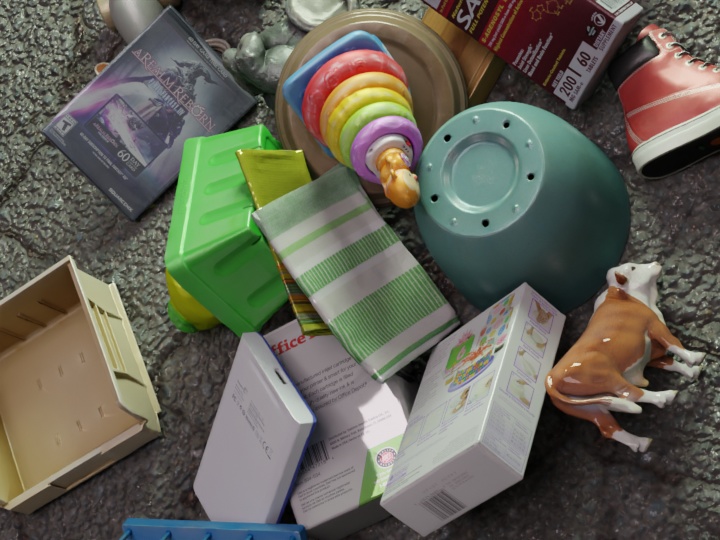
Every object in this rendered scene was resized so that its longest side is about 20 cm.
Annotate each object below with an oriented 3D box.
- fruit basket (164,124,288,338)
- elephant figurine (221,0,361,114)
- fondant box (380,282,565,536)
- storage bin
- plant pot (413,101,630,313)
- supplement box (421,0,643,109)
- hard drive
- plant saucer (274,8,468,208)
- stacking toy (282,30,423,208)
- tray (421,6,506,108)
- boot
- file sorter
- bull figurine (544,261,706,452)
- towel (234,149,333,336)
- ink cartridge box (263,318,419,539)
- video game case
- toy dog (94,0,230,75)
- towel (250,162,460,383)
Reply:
[{"bbox_3d":[-0.148,-0.022,1.588,0.214,0.155,0.217,-29,36,24],"label":"fruit basket"},{"bbox_3d":[-0.043,-0.262,1.640,0.155,0.141,0.201,39,84,-15],"label":"elephant figurine"},{"bbox_3d":[0.104,0.125,1.406,0.144,0.058,0.201,-39,22,43],"label":"fondant box"},{"bbox_3d":[-0.339,0.129,1.678,0.199,0.094,0.200,-31,64,13],"label":"storage bin"},{"bbox_3d":[0.140,-0.069,1.476,0.198,0.161,0.203,-8,71,22],"label":"plant pot"},{"bbox_3d":[0.164,-0.263,1.523,0.199,0.061,0.109,37,128,12],"label":"supplement box"},{"bbox_3d":[-0.106,0.181,1.518,0.132,0.025,0.201,53,134,41],"label":"hard drive"},{"bbox_3d":[0.010,-0.163,1.560,0.198,0.029,0.203,0,95,5],"label":"plant saucer"},{"bbox_3d":[0.015,-0.123,1.443,0.109,0.116,0.201,-34,40,6],"label":"stacking toy"},{"bbox_3d":[0.091,-0.211,1.614,0.098,0.037,0.201,29,87,29],"label":"tray"},{"bbox_3d":[0.336,-0.191,1.475,0.198,0.072,0.146,-22,65,22],"label":"boot"},{"bbox_3d":[-0.150,0.331,1.479,0.198,0.123,0.140,-2,114,24],"label":"file sorter"},{"bbox_3d":[0.244,0.074,1.405,0.121,0.066,0.200,30,50,18],"label":"bull figurine"},{"bbox_3d":[-0.055,-0.030,1.494,0.018,0.086,0.202,-37,66,38],"label":"towel"},{"bbox_3d":[-0.013,0.143,1.526,0.144,0.084,0.202,-26,66,15],"label":"ink cartridge box"},{"bbox_3d":[-0.231,-0.171,1.709,0.200,0.143,0.019,-42,17,8],"label":"video game case"},{"bbox_3d":[-0.247,-0.267,1.753,0.132,0.096,0.200,-43,62,8],"label":"toy dog"},{"bbox_3d":[0.000,0.000,1.491,0.023,0.152,0.201,-37,87,43],"label":"towel"}]
